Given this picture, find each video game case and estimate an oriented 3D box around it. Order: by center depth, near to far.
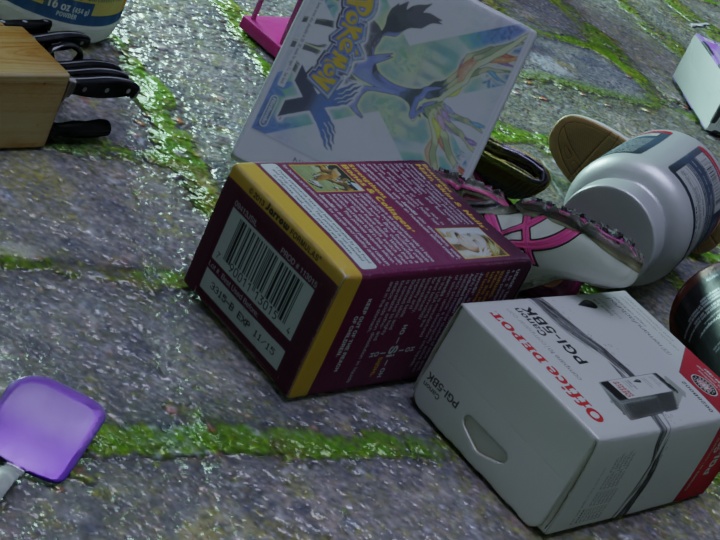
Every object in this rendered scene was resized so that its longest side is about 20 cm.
[{"bbox_3d":[0.019,-0.140,1.242,0.181,0.202,0.022,26,-5,-4],"label":"video game case"}]

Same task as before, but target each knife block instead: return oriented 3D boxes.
[{"bbox_3d":[-0.253,-0.126,1.123,0.174,0.064,0.201,21,26,-11],"label":"knife block"}]

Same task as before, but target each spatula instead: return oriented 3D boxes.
[{"bbox_3d":[-0.187,0.113,0.794,0.056,0.021,0.200,28,26,-2],"label":"spatula"}]

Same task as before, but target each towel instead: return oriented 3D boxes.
[{"bbox_3d":[0.091,-0.103,1.356,0.143,0.023,0.200,27,-2,0],"label":"towel"}]

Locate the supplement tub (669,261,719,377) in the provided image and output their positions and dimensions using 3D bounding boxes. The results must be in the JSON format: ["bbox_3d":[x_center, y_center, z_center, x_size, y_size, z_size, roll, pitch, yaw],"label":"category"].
[{"bbox_3d":[0.321,0.084,1.235,0.106,0.108,0.201,17,28,-19],"label":"supplement tub"}]

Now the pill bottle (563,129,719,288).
[{"bbox_3d":[0.248,-0.052,1.400,0.119,0.120,0.200,34,27,15],"label":"pill bottle"}]

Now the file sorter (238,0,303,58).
[{"bbox_3d":[0.012,-0.236,1.508,0.200,0.126,0.138,42,29,29],"label":"file sorter"}]

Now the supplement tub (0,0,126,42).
[{"bbox_3d":[-0.243,-0.311,1.316,0.143,0.201,0.145,21,26,-11],"label":"supplement tub"}]

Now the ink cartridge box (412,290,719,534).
[{"bbox_3d":[0.157,0.092,1.088,0.199,0.083,0.147,-3,39,-47],"label":"ink cartridge box"}]

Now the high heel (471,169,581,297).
[{"bbox_3d":[0.099,-0.040,1.309,0.200,0.068,0.096,43,4,16],"label":"high heel"}]

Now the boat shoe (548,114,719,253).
[{"bbox_3d":[0.275,-0.090,1.560,0.199,0.071,0.069,36,24,-2],"label":"boat shoe"}]

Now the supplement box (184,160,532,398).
[{"bbox_3d":[0.000,0.000,1.086,0.199,0.104,0.131,-4,39,-46],"label":"supplement box"}]

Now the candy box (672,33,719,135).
[{"bbox_3d":[0.520,-0.211,2.004,0.198,0.072,0.168,18,27,-16],"label":"candy box"}]

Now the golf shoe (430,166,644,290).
[{"bbox_3d":[0.118,-0.012,1.171,0.199,0.093,0.072,18,-1,34],"label":"golf shoe"}]
